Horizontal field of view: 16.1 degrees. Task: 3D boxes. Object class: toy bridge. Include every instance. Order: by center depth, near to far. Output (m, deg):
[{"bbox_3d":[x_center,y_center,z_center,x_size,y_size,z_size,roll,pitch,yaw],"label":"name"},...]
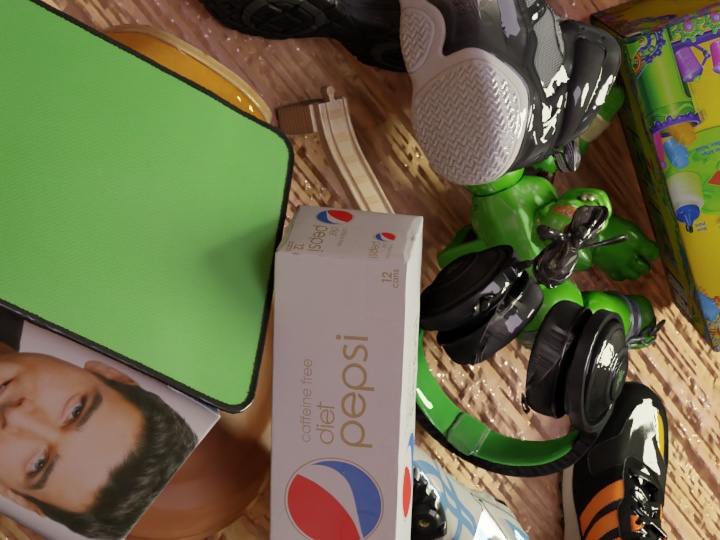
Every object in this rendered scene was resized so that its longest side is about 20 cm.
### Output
[{"bbox_3d":[0.000,0.000,1.367,0.027,0.067,0.201,-17,100,-36],"label":"toy bridge"}]

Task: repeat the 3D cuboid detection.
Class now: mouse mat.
[{"bbox_3d":[-0.119,-0.036,1.195,0.199,0.008,0.162,28,56,-30],"label":"mouse mat"}]

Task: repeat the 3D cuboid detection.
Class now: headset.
[{"bbox_3d":[0.084,0.040,1.354,0.123,0.200,0.094,32,43,6],"label":"headset"}]

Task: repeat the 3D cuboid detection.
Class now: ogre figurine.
[{"bbox_3d":[0.106,-0.031,1.439,0.120,0.098,0.201,-39,130,-50],"label":"ogre figurine"}]

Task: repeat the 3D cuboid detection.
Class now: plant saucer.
[{"bbox_3d":[-0.100,0.044,1.308,0.199,0.037,0.202,0,89,-39],"label":"plant saucer"}]

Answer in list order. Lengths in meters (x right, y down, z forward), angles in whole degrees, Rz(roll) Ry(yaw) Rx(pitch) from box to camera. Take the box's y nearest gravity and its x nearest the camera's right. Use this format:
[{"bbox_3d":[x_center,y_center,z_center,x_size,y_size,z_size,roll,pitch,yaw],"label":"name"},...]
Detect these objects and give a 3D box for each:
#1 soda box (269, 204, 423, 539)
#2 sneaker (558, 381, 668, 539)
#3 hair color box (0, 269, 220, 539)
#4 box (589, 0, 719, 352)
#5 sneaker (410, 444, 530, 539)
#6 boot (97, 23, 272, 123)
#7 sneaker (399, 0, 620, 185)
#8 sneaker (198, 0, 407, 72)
[{"bbox_3d":[-0.008,0.073,1.278,0.064,0.068,0.201,-70,163,-65],"label":"soda box"},{"bbox_3d":[0.159,0.164,1.475,0.070,0.090,0.201,24,75,-35],"label":"sneaker"},{"bbox_3d":[-0.175,0.045,1.192,0.200,0.061,0.099,33,102,-25],"label":"hair color box"},{"bbox_3d":[0.261,-0.083,1.482,0.199,0.122,0.194,-18,103,-1],"label":"box"},{"bbox_3d":[0.045,0.140,1.397,0.200,0.072,0.073,50,39,-38],"label":"sneaker"},{"bbox_3d":[-0.148,-0.057,1.252,0.200,0.071,0.145,24,74,-27],"label":"boot"},{"bbox_3d":[0.077,-0.145,1.352,0.113,0.075,0.201,-2,86,-47],"label":"sneaker"},{"bbox_3d":[-0.015,-0.167,1.364,0.199,0.076,0.091,13,73,-45],"label":"sneaker"}]
